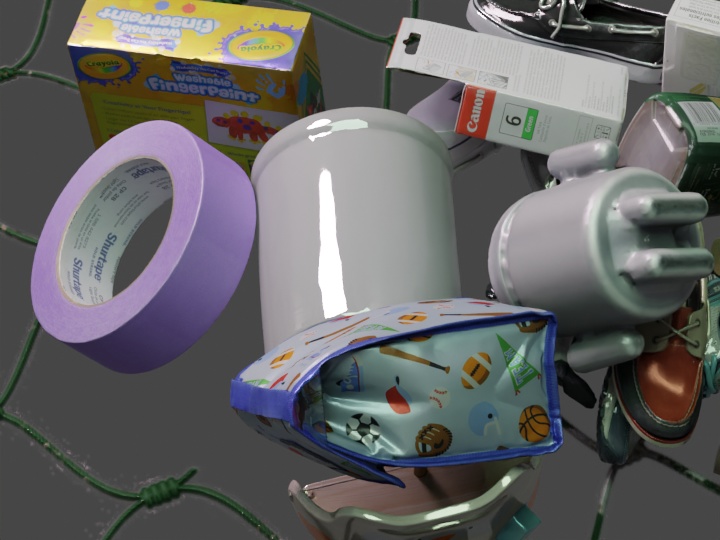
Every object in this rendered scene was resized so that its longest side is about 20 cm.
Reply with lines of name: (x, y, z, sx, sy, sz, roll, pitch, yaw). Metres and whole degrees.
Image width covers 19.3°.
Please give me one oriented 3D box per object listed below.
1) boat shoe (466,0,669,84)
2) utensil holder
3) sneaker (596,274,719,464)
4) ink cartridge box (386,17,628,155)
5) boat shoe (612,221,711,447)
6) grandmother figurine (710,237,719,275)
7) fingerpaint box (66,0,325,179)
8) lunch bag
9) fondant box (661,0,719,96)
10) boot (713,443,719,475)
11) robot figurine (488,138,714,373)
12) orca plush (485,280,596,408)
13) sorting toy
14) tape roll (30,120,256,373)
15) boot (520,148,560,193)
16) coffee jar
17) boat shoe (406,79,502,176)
boat shoe: (0.191, -0.228, 1.908, 0.199, 0.068, 0.074, 22, 41, 21)
utensil holder: (0.000, 0.000, 1.698, 0.169, 0.170, 0.201, -6, 54, 1)
sneaker: (0.249, 0.075, 1.667, 0.086, 0.078, 0.200, 22, 57, 18)
ink cartridge box: (0.121, -0.150, 1.774, 0.199, 0.051, 0.109, 13, 31, 3)
boat shoe: (0.235, 0.038, 1.616, 0.071, 0.063, 0.201, 13, 55, -8)
grandmother figurine: (0.385, -0.041, 1.721, 0.199, 0.122, 0.061, -7, 48, -26)
fingerpaint box: (-0.135, -0.152, 1.832, 0.199, 0.167, 0.074, 7, 53, 13)
lunch bag: (0.020, 0.087, 1.495, 0.199, 0.170, 0.125, -5, 92, -19)
fondant box: (0.321, -0.229, 1.855, 0.058, 0.145, 0.200, 18, 56, 18)
boot: (0.340, 0.091, 1.651, 0.075, 0.074, 0.200, 31, 58, 15)
robot figurine: (0.172, -0.011, 1.574, 0.112, 0.200, 0.171, 3, 81, -34)
orca plush: (0.157, 0.057, 1.693, 0.105, 0.071, 0.200, -4, 31, -9)
sorting toy: (0.052, 0.173, 1.531, 0.199, 0.180, 0.107, -13, 77, -3)
tape roll: (-0.179, -0.020, 1.732, 0.200, 0.066, 0.201, -26, 49, 33)
boot: (0.184, -0.068, 1.764, 0.073, 0.096, 0.200, -39, 54, 5)
coffee jar: (0.313, -0.094, 1.737, 0.199, 0.105, 0.086, -3, 48, -31)
boat shoe: (0.102, -0.133, 1.855, 0.073, 0.066, 0.200, 25, 37, 32)
